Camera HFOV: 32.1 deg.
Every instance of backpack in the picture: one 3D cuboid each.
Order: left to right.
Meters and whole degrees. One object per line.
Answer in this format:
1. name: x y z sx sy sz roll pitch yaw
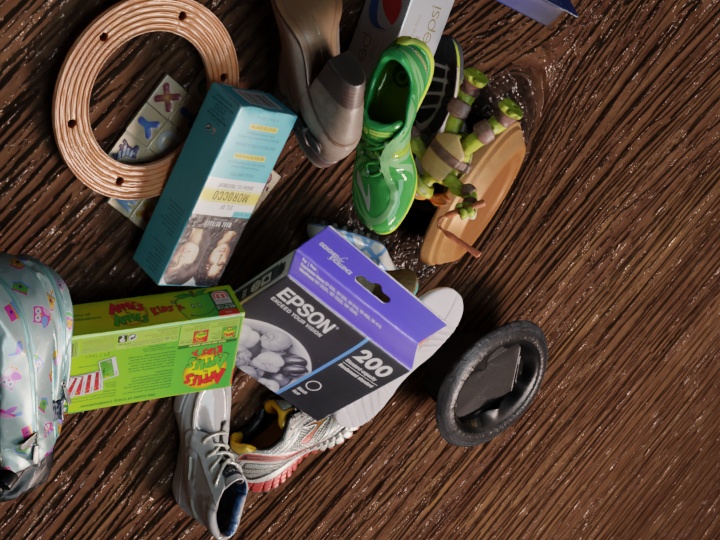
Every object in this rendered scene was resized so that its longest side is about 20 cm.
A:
1. backpack: -0.334 0.083 1.114 0.126 0.166 0.202 -27 131 -56

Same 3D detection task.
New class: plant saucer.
1. plant saucer: 0.138 -0.088 1.476 0.201 0.037 0.200 -53 168 -16

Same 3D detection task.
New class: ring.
1. ring: -0.200 -0.162 1.169 0.199 0.019 0.202 -24 130 -32

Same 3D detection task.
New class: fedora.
1. fedora: 0.154 0.134 1.657 0.200 0.091 0.202 -24 130 -33

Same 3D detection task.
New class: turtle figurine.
1. turtle figurine: 0.105 -0.125 1.350 0.162 0.200 0.064 -50 153 22

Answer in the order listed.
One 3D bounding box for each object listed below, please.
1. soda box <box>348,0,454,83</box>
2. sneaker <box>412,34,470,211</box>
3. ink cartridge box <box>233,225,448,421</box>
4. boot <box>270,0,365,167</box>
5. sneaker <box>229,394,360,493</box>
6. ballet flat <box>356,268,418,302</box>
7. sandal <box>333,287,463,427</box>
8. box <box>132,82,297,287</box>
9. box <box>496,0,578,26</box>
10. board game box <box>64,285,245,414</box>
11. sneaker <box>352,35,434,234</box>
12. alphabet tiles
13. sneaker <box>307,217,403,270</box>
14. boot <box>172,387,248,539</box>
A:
1. soda box: 0.035 -0.240 1.322 0.063 0.068 0.202 6 110 -45
2. sneaker: 0.089 -0.173 1.430 0.081 0.073 0.202 -35 137 -52
3. ink cartridge box: -0.040 0.064 1.339 0.199 0.044 0.198 -33 125 28
4. boot: -0.059 -0.203 1.232 0.070 0.201 0.146 -17 162 -26
5. sneaker: -0.069 0.177 1.476 0.200 0.078 0.083 -38 135 -22
6. ballet flat: -0.031 0.045 1.396 0.199 0.068 0.072 -31 127 25
7. sandal: 0.031 0.090 1.468 0.207 0.059 0.079 -48 133 2
8. box: -0.143 -0.080 1.225 0.082 0.049 0.201 2 121 -50
9. box: 0.149 -0.332 1.339 0.199 0.122 0.032 11 138 -46
10. board game box: -0.221 0.079 1.243 0.198 0.048 0.102 -7 131 -27
11. sneaker: 0.021 -0.135 1.259 0.083 0.073 0.202 -25 126 -63
12. alphabet tiles: -0.164 -0.104 1.259 0.167 0.006 0.200 -54 139 -4
13. sneaker: 0.000 0.000 1.434 0.200 0.071 0.073 40 72 -49
14. boot: -0.157 0.200 1.389 0.073 0.095 0.202 -17 125 -37
